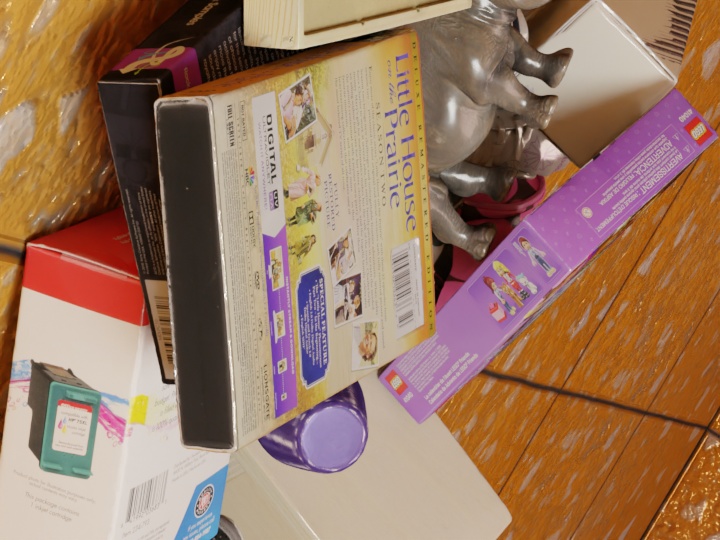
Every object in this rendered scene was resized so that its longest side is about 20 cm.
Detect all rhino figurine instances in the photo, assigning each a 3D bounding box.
[{"bbox_3d":[0.060,-0.105,1.298,0.060,0.087,0.201,-72,-175,-59],"label":"rhino figurine"}]

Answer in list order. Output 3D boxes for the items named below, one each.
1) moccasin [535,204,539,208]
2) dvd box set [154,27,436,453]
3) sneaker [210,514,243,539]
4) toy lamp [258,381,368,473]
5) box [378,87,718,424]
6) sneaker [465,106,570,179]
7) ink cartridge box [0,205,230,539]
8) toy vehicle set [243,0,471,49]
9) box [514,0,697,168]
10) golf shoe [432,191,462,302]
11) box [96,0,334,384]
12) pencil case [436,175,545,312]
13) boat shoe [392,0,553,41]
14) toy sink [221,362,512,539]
[{"bbox_3d":[0.085,-0.028,1.657,0.074,0.077,0.202,-51,162,-24],"label":"moccasin"},{"bbox_3d":[-0.023,-0.019,1.110,0.200,0.029,0.148,-28,117,-61],"label":"dvd box set"},{"bbox_3d":[-0.132,0.165,1.238,0.199,0.077,0.079,-20,98,-36],"label":"sneaker"},{"bbox_3d":[-0.040,0.053,1.274,0.058,0.058,0.200,-60,-160,5],"label":"toy lamp"},{"bbox_3d":[0.099,-0.005,1.402,0.137,0.039,0.200,-40,174,-34],"label":"box"},{"bbox_3d":[0.070,-0.090,1.462,0.200,0.099,0.075,-32,151,-55],"label":"sneaker"},{"bbox_3d":[-0.104,0.039,1.185,0.116,0.067,0.202,-27,130,-62],"label":"ink cartridge box"},{"bbox_3d":[0.003,-0.171,1.152,0.200,0.026,0.125,-23,117,-64],"label":"toy vehicle set"},{"bbox_3d":[0.141,-0.138,1.475,0.082,0.068,0.200,-43,-171,25],"label":"box"},{"bbox_3d":[0.000,0.000,1.393,0.200,0.077,0.089,-11,104,-60],"label":"golf shoe"},{"bbox_3d":[-0.045,-0.060,1.139,0.200,0.036,0.144,-48,135,-52],"label":"box"},{"bbox_3d":[0.035,0.011,1.555,0.093,0.091,0.201,1,128,-34],"label":"pencil case"},{"bbox_3d":[0.057,-0.136,1.390,0.200,0.070,0.071,-41,157,-47],"label":"boat shoe"},{"bbox_3d":[-0.036,0.116,1.459,0.112,0.200,0.130,-32,-171,45],"label":"toy sink"}]
